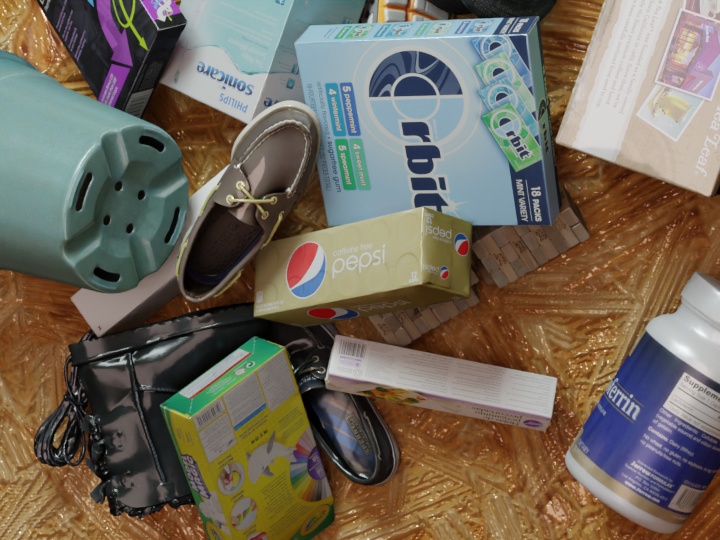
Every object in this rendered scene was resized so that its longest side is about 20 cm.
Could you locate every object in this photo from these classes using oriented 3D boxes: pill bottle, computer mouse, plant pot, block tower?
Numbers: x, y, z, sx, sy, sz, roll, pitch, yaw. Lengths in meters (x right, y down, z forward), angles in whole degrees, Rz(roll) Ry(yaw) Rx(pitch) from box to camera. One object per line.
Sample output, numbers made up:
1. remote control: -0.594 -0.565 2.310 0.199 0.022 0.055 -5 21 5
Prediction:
1. pill bottle: 0.268 0.109 1.509 0.116 0.116 0.200 33 100 10
2. computer mouse: -0.189 0.149 1.660 0.199 0.053 0.139 23 88 15
3. plant pot: -0.267 -0.074 1.559 0.196 0.200 0.201 18 98 35
4. block tower: 0.097 -0.009 1.568 0.200 0.058 0.054 -31 115 12

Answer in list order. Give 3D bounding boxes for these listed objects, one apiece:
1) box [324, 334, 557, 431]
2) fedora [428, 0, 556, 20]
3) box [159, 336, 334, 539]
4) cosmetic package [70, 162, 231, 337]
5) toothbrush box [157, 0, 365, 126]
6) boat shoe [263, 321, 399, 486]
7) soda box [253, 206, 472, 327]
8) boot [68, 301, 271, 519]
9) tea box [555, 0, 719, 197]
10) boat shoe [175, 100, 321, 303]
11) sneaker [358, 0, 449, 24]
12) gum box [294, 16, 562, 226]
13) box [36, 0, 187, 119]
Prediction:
1. box: 0.070 0.098 1.570 0.199 0.039 0.042 10 65 0
2. fedora: 0.084 -0.290 1.528 0.091 0.200 0.201 -18 89 44
3. box: -0.092 0.172 1.576 0.048 0.117 0.201 16 132 46
4. cosmetic package: -0.162 -0.020 1.627 0.200 0.083 0.051 -39 84 13
5. toothbrush box: -0.078 -0.230 1.561 0.146 0.085 0.201 27 99 44
6. boat shoe: -0.037 0.108 1.610 0.070 0.066 0.200 -32 85 14
7. soda box: 0.000 0.000 1.523 0.200 0.064 0.068 -12 71 43
8. boot: -0.156 0.122 1.591 0.198 0.073 0.163 -15 91 -7
9. tea box: 0.263 -0.174 1.452 0.133 0.197 0.201 20 97 12
10. boat shoe: -0.096 -0.054 1.512 0.072 0.060 0.200 30 122 -13
11. sneaker: 0.023 -0.202 1.577 0.077 0.078 0.201 5 80 50
12. gum box: 0.057 -0.120 1.488 0.199 0.045 0.170 1 118 20
13. box: -0.235 -0.247 1.597 0.200 0.036 0.143 57 144 18
